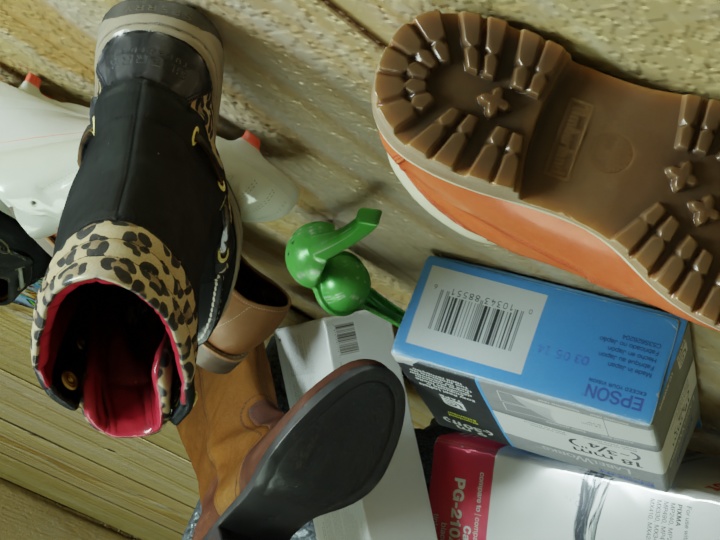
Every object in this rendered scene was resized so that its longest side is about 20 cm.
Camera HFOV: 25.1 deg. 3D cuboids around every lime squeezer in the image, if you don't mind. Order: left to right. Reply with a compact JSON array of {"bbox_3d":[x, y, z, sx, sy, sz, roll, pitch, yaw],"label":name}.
[{"bbox_3d":[0.000,0.000,0.879,0.070,0.038,0.200,-4,157,13],"label":"lime squeezer"}]

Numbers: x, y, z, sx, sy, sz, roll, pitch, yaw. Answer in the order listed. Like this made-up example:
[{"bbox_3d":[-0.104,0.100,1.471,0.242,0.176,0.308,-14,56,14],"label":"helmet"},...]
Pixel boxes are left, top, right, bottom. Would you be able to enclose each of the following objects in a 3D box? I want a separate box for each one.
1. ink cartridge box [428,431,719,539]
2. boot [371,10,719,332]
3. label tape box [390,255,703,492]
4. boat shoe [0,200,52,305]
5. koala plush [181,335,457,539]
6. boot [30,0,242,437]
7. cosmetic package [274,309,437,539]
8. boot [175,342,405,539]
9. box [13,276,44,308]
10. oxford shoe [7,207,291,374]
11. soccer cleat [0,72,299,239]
[{"bbox_3d":[0.162,0.155,1.009,0.199,0.085,0.145,9,-175,33],"label":"ink cartridge box"},{"bbox_3d":[0.097,-0.026,0.616,0.199,0.075,0.107,28,167,3],"label":"boot"},{"bbox_3d":[0.113,0.070,0.910,0.144,0.064,0.200,15,163,20],"label":"label tape box"},{"bbox_3d":[-0.222,-0.021,0.958,0.072,0.068,0.200,45,170,6],"label":"boat shoe"},{"bbox_3d":[0.002,0.147,1.117,0.199,0.178,0.184,24,152,-1],"label":"koala plush"},{"bbox_3d":[-0.092,0.005,0.689,0.073,0.151,0.200,6,139,-2],"label":"boot"},{"bbox_3d":[0.002,0.127,1.002,0.050,0.201,0.082,-11,178,-28],"label":"cosmetic package"},{"bbox_3d":[-0.049,0.080,0.969,0.068,0.189,0.200,16,-151,-21],"label":"boot"},{"bbox_3d":[-0.214,0.003,1.134,0.199,0.035,0.110,15,163,16],"label":"box"},{"bbox_3d":[-0.122,-0.024,0.917,0.200,0.071,0.071,37,121,-27],"label":"oxford shoe"},{"bbox_3d":[-0.127,-0.045,0.795,0.199,0.078,0.069,15,163,15],"label":"soccer cleat"}]
